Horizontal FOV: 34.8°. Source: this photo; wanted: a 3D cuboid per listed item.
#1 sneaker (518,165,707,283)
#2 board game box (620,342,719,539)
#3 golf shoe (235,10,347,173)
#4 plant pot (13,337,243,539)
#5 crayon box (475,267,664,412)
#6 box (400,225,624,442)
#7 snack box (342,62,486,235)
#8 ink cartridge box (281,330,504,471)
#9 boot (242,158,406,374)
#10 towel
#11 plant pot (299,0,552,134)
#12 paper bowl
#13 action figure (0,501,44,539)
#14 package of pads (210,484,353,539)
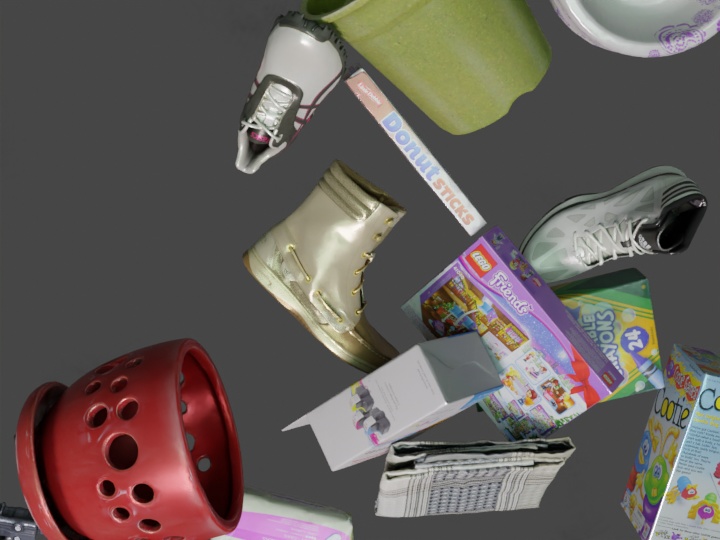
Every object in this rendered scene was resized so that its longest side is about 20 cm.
[{"bbox_3d":[0.257,-0.039,1.168,0.200,0.115,0.076,-29,105,4],"label":"sneaker"},{"bbox_3d":[0.371,0.196,1.245,0.105,0.103,0.200,13,104,-7],"label":"board game box"},{"bbox_3d":[-0.069,-0.160,1.074,0.077,0.200,0.088,27,63,-3],"label":"golf shoe"},{"bbox_3d":[-0.230,0.186,1.157,0.182,0.200,0.201,-16,106,8],"label":"plant pot"},{"bbox_3d":[0.214,0.083,1.232,0.200,0.052,0.126,-13,105,0],"label":"crayon box"},{"bbox_3d":[0.151,0.073,1.169,0.200,0.039,0.137,51,129,5],"label":"box"},{"bbox_3d":[0.054,-0.123,1.154,0.024,0.072,0.200,-39,104,7],"label":"snack box"},{"bbox_3d":[0.030,0.140,1.160,0.200,0.115,0.068,-35,74,33],"label":"ink cartridge box"},{"bbox_3d":[0.000,0.000,1.183,0.200,0.073,0.155,43,101,-5],"label":"boot"},{"bbox_3d":[0.114,0.223,1.207,0.192,0.200,0.035,-1,61,-4],"label":"towel"},{"bbox_3d":[0.076,-0.235,1.079,0.200,0.200,0.184,-39,116,7],"label":"plant pot"},{"bbox_3d":[0.271,-0.309,1.103,0.200,0.104,0.201,-1,104,-4],"label":"paper bowl"},{"bbox_3d":[-0.409,0.307,1.226,0.200,0.105,0.194,5,114,-3],"label":"action figure"},{"bbox_3d":[-0.096,0.344,1.241,0.154,0.068,0.200,14,84,-2],"label":"package of pads"}]
